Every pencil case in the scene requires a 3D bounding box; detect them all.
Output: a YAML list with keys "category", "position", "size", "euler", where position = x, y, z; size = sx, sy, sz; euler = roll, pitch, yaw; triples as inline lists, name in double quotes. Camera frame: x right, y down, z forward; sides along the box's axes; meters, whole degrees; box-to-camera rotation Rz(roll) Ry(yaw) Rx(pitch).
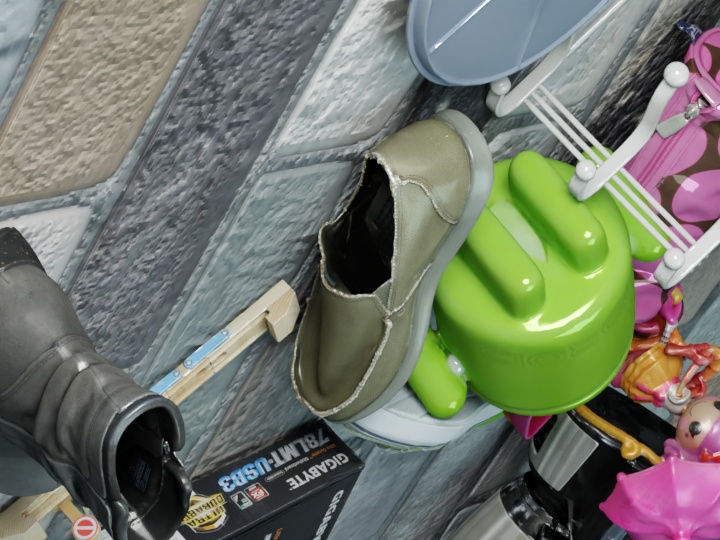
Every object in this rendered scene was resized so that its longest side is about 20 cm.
- category: "pencil case"
  position: [0.184, -0.052, 1.410]
  size: [0.094, 0.091, 0.201]
  euler: [-36, 160, -49]

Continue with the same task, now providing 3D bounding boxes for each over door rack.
- category: "over door rack"
  position: [0.185, -0.109, 1.239]
  size: [0.200, 0.148, 0.067]
  euler: [-40, 163, -10]

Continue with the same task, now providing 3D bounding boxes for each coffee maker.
- category: "coffee maker"
  position: [0.167, 0.198, 1.697]
  size: [0.191, 0.135, 0.200]
  euler: [25, 112, -31]

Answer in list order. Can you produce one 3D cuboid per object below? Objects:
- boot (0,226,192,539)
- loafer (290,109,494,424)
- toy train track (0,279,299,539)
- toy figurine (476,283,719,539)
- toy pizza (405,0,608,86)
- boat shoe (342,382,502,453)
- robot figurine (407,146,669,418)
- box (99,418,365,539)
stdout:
- category: "boot"
  position: [-0.129, 0.082, 1.048]
  size: [0.070, 0.132, 0.200]
  euler: [-37, 156, -17]
- category: "loafer"
  position: [0.000, 0.000, 1.224]
  size: [0.069, 0.075, 0.201]
  euler: [-8, 135, -37]
- category: "toy train track"
  position: [-0.104, 0.082, 1.220]
  size: [0.200, 0.033, 0.115]
  euler: [-41, 157, -12]
- category: "toy figurine"
  position: [0.190, 0.092, 1.541]
  size: [0.200, 0.184, 0.150]
  euler: [-37, 157, -19]
- category: "toy pizza"
  position: [0.091, -0.173, 1.117]
  size: [0.200, 0.032, 0.201]
  euler: [-38, 156, -20]
- category: "boat shoe"
  position: [0.035, 0.084, 1.414]
  size: [0.062, 0.072, 0.200]
  euler: [-47, 159, 21]
- category: "robot figurine"
  position: [0.098, 0.012, 1.335]
  size: [0.175, 0.116, 0.200]
  euler: [-38, 157, -8]
- category: "box"
  position: [-0.107, 0.198, 1.397]
  size: [0.198, 0.050, 0.201]
  euler: [-21, 148, -43]
